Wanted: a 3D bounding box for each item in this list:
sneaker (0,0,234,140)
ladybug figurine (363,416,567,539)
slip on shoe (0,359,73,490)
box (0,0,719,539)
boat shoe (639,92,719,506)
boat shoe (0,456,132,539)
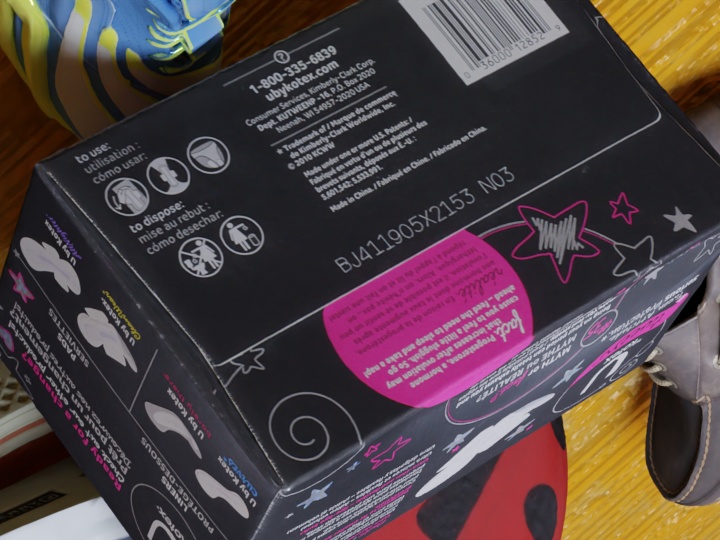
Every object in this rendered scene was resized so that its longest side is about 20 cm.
[{"bbox_3d":[-0.068,-0.087,0.836,0.075,0.105,0.201,-28,140,-12],"label":"sneaker"},{"bbox_3d":[0.017,0.090,1.021,0.072,0.136,0.200,-34,-161,50],"label":"ladybug figurine"},{"bbox_3d":[-0.154,0.063,0.946,0.199,0.074,0.061,-24,142,-25],"label":"slip on shoe"},{"bbox_3d":[0.000,0.000,0.886,0.199,0.132,0.115,-29,162,-30],"label":"box"},{"bbox_3d":[0.135,0.009,1.127,0.073,0.075,0.201,-5,123,-21],"label":"boat shoe"},{"bbox_3d":[-0.087,0.113,0.922,0.199,0.071,0.091,-19,104,-30],"label":"boat shoe"}]
